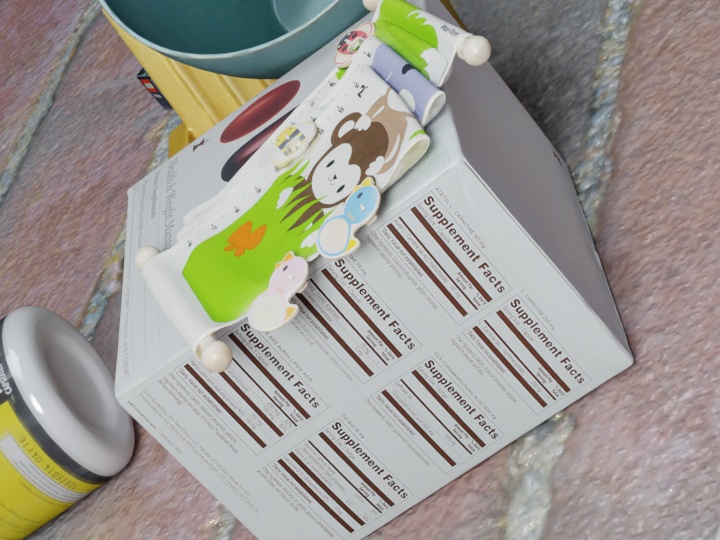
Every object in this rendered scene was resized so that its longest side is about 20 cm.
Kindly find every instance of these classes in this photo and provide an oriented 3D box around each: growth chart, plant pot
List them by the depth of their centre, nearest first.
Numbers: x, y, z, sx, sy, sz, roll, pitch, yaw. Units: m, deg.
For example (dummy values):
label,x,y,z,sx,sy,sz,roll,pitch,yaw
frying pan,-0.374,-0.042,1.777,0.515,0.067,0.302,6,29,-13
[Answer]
label,x,y,z,sx,sy,sz,roll,pitch,yaw
growth chart,-0.023,-0.046,0.867,0.200,0.018,0.144,-49,30,-8
plant pot,-0.037,-0.190,1.058,0.198,0.135,0.202,-7,73,24

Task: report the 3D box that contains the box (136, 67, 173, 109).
label,x,y,z,sx,sy,sz,roll,pitch,yaw
box,-0.064,-0.202,1.411,0.136,0.040,0.201,7,55,53

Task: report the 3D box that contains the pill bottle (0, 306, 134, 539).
label,x,y,z,sx,sy,sz,roll,pitch,yaw
pill bottle,-0.239,0.118,1.118,0.199,0.112,0.112,-34,29,13

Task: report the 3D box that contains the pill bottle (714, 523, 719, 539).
label,x,y,z,sx,sy,sz,roll,pitch,yaw
pill bottle,0.208,0.040,0.677,0.111,0.112,0.201,-7,45,46

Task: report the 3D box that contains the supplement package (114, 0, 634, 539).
label,x,y,z,sx,sy,sz,roll,pitch,yaw
supplement package,0.000,0.000,0.949,0.199,0.147,0.192,-34,30,15

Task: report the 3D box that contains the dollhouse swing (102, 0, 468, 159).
label,x,y,z,sx,sy,sz,roll,pitch,yaw
dollhouse swing,-0.052,-0.123,1.152,0.199,0.176,0.182,-31,30,16
